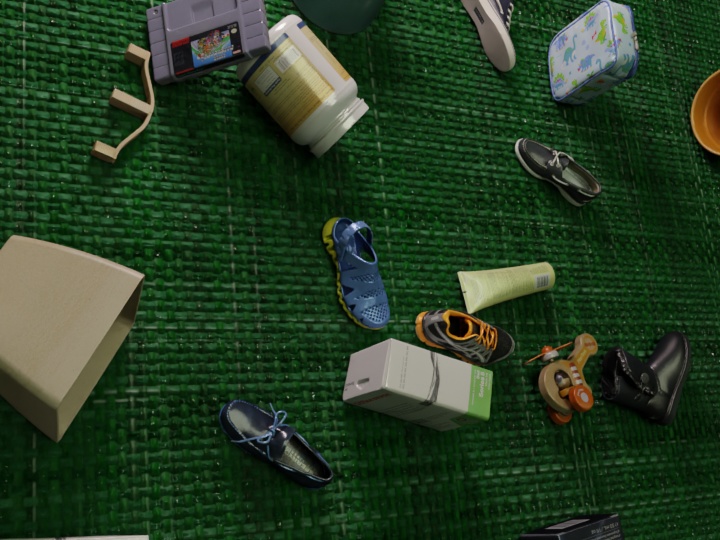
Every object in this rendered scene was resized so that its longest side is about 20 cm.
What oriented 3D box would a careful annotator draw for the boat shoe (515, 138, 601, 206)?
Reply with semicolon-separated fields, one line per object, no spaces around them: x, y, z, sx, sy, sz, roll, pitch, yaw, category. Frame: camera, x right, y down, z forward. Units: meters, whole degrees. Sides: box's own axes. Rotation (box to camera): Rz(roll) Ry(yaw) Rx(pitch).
0.397;-0.206;1.761;0.198;0.060;0.077;30;63;-18;boat shoe

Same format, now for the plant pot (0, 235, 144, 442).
-0.416;0.075;1.152;0.175;0.200;0.202;30;62;-5;plant pot

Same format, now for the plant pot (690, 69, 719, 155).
0.888;-0.351;2.018;0.181;0.198;0.204;2;73;-45;plant pot

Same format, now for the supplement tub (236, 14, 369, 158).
-0.094;-0.303;1.465;0.200;0.144;0.145;47;59;-8;supplement tub

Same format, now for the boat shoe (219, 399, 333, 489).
-0.118;0.253;1.327;0.198;0.068;0.085;33;62;-17;boat shoe

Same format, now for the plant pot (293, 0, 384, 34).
-0.015;-0.554;1.577;0.197;0.160;0.205;9;70;-27;plant pot

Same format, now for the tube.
0.269;0.024;1.630;0.197;0.053;0.058;-11;39;-28;tube

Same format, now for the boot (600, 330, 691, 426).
0.555;0.183;1.721;0.166;0.076;0.203;29;69;-23;boot

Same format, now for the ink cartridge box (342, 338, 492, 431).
0.091;0.187;1.419;0.197;0.145;0.086;20;66;-23;ink cartridge box

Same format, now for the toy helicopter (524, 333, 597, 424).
0.386;0.178;1.644;0.132;0.079;0.200;45;48;1;toy helicopter

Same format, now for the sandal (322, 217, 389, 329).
0.000;0.000;1.461;0.079;0.087;0.203;-21;88;-34;sandal

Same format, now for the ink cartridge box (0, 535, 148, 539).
-0.378;0.416;1.122;0.196;0.084;0.148;7;71;-27;ink cartridge box

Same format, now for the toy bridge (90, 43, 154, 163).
-0.357;-0.258;1.373;0.066;0.027;0.204;22;65;-24;toy bridge

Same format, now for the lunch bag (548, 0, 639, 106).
0.471;-0.441;1.791;0.081;0.199;0.164;5;72;-28;lunch bag

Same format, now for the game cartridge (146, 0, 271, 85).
-0.243;-0.379;1.397;0.196;0.038;0.132;-13;74;14;game cartridge

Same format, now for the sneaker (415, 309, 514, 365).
0.194;0.114;1.540;0.197;0.077;0.080;14;67;-26;sneaker

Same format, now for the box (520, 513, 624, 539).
0.377;0.533;1.498;0.146;0.107;0.204;-7;79;-31;box

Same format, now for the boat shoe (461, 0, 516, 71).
0.282;-0.505;1.777;0.092;0.075;0.203;-24;86;-25;boat shoe
